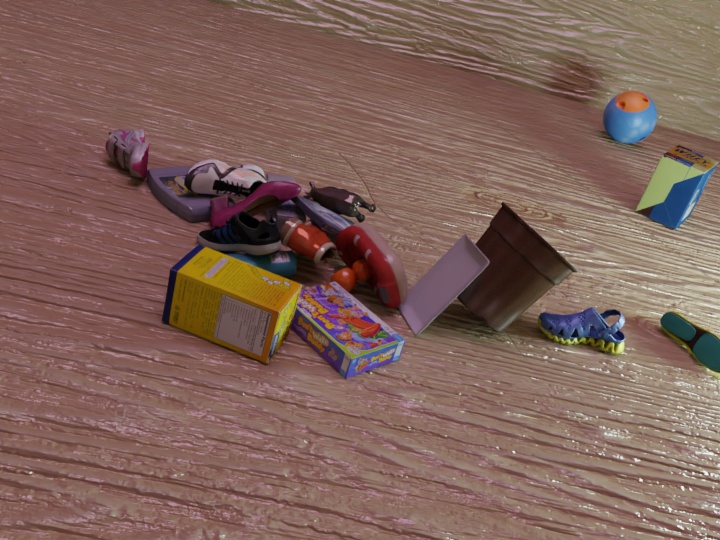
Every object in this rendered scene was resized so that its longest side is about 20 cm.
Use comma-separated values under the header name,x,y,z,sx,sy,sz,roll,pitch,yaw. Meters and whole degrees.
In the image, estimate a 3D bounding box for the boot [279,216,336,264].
name,x,y,z,sx,sy,sz,roll,pitch,yaw
boot,-0.091,-0.050,1.588,0.107,0.075,0.200,32,8,9

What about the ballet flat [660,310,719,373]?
name,x,y,z,sx,sy,sz,roll,pitch,yaw
ballet flat,0.748,0.157,1.727,0.067,0.067,0.200,22,19,-39

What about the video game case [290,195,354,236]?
name,x,y,z,sx,sy,sz,roll,pitch,yaw
video game case,-0.049,-0.098,1.697,0.200,0.019,0.143,24,14,-45

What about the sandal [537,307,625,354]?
name,x,y,z,sx,sy,sz,roll,pitch,yaw
sandal,0.465,0.110,1.627,0.199,0.087,0.080,9,31,-11

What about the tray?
name,x,y,z,sx,sy,sz,roll,pitch,yaw
tray,0.161,0.030,1.515,0.022,0.200,0.107,35,15,-38

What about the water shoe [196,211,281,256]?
name,x,y,z,sx,sy,sz,roll,pitch,yaw
water shoe,-0.236,-0.079,1.529,0.199,0.079,0.071,7,17,30

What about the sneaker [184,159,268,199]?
name,x,y,z,sx,sy,sz,roll,pitch,yaw
sneaker,-0.281,-0.191,1.689,0.199,0.074,0.080,-6,39,-36

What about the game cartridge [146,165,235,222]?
name,x,y,z,sx,sy,sz,roll,pitch,yaw
game cartridge,-0.377,-0.171,1.714,0.133,0.041,0.200,-16,43,-40

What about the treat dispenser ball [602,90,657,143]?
name,x,y,z,sx,sy,sz,roll,pitch,yaw
treat dispenser ball,1.048,-0.596,3.050,0.200,0.201,0.201,13,29,-7

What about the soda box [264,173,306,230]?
name,x,y,z,sx,sy,sz,roll,pitch,yaw
soda box,-0.172,-0.142,1.742,0.068,0.064,0.200,7,30,-18

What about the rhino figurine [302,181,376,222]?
name,x,y,z,sx,sy,sz,roll,pitch,yaw
rhino figurine,-0.063,-0.164,1.820,0.200,0.060,0.087,21,0,42

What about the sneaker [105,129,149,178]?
name,x,y,z,sx,sy,sz,roll,pitch,yaw
sneaker,-0.524,-0.263,1.757,0.088,0.082,0.200,2,24,-23

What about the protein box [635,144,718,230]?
name,x,y,z,sx,sy,sz,roll,pitch,yaw
protein box,0.980,-0.259,2.430,0.135,0.199,0.200,31,31,23

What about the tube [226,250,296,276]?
name,x,y,z,sx,sy,sz,roll,pitch,yaw
tube,-0.223,-0.011,1.508,0.199,0.051,0.077,-2,19,-25

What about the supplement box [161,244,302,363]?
name,x,y,z,sx,sy,sz,roll,pitch,yaw
supplement box,-0.217,0.054,1.329,0.199,0.109,0.110,21,29,7

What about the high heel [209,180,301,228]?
name,x,y,z,sx,sy,sz,roll,pitch,yaw
high heel,-0.214,-0.122,1.631,0.199,0.067,0.096,-15,61,3

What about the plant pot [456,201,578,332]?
name,x,y,z,sx,sy,sz,roll,pitch,yaw
plant pot,0.288,0.002,1.555,0.200,0.198,0.200,41,11,-10

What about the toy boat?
name,x,y,z,sx,sy,sz,roll,pitch,yaw
toy boat,0.000,0.000,1.558,0.130,0.131,0.200,-26,43,-12

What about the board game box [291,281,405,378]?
name,x,y,z,sx,sy,sz,roll,pitch,yaw
board game box,-0.037,0.102,1.410,0.134,0.045,0.200,-14,41,-43
